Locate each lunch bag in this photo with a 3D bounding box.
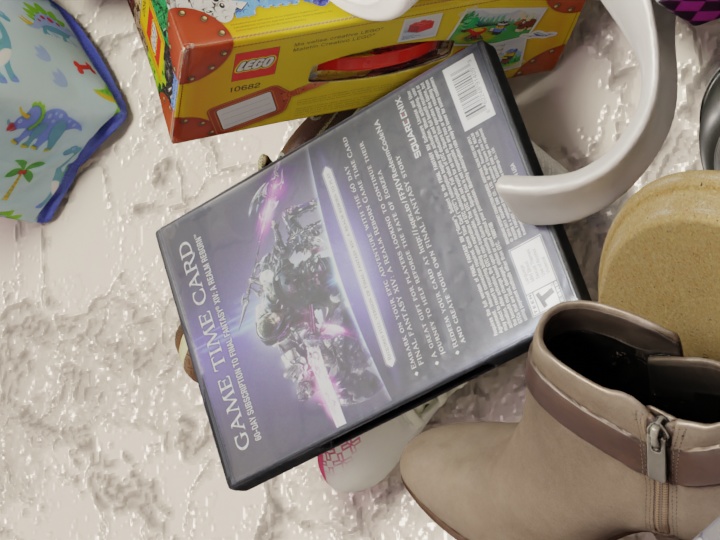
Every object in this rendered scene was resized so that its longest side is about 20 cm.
[{"bbox_3d":[-0.260,-0.139,1.079,0.127,0.170,0.200,-50,56,22],"label":"lunch bag"}]

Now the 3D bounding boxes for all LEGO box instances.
[{"bbox_3d":[-0.014,-0.158,0.870,0.077,0.200,0.149,109,144,-59],"label":"LEGO box"}]

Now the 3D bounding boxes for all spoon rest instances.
[{"bbox_3d":[0.117,-0.114,0.797,0.061,0.099,0.200,10,74,26],"label":"spoon rest"}]

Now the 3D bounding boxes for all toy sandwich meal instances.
[{"bbox_3d":[0.184,0.033,0.741,0.205,0.070,0.205,37,144,33],"label":"toy sandwich meal"}]

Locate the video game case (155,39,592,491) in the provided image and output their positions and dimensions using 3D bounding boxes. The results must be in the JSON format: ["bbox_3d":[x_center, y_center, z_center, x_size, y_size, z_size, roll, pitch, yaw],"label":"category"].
[{"bbox_3d":[0.000,0.000,0.856,0.200,0.019,0.143,-29,66,24],"label":"video game case"}]

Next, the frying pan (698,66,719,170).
[{"bbox_3d":[0.213,-0.015,0.753,0.190,0.031,0.115,46,148,7],"label":"frying pan"}]

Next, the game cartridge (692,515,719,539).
[{"bbox_3d":[0.183,0.178,0.657,0.200,0.038,0.130,52,128,15],"label":"game cartridge"}]

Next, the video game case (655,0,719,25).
[{"bbox_3d":[0.209,-0.210,0.730,0.200,0.036,0.182,-12,66,44],"label":"video game case"}]

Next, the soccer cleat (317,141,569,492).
[{"bbox_3d":[0.040,0.026,0.876,0.086,0.070,0.200,25,100,28],"label":"soccer cleat"}]

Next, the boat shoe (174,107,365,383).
[{"bbox_3d":[-0.029,-0.028,0.947,0.202,0.075,0.075,-48,44,14],"label":"boat shoe"}]

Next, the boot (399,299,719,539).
[{"bbox_3d":[0.091,0.067,0.745,0.200,0.146,0.070,12,56,27],"label":"boot"}]

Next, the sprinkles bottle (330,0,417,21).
[{"bbox_3d":[0.052,-0.195,0.819,0.068,0.068,0.200,16,51,39],"label":"sprinkles bottle"}]
